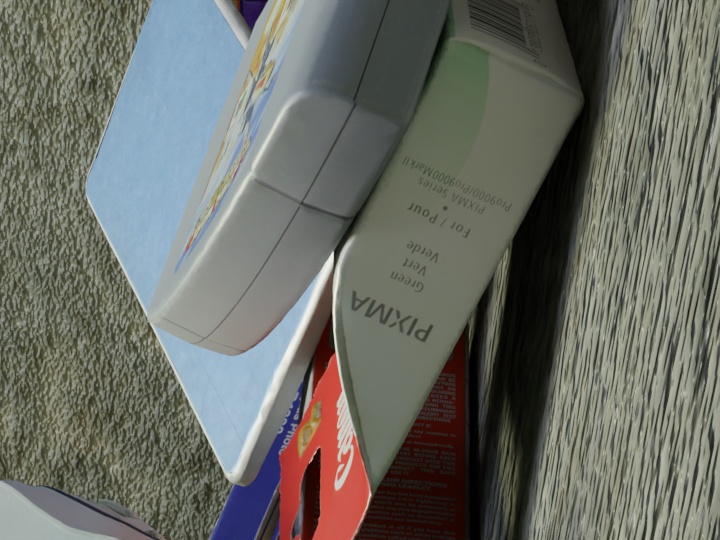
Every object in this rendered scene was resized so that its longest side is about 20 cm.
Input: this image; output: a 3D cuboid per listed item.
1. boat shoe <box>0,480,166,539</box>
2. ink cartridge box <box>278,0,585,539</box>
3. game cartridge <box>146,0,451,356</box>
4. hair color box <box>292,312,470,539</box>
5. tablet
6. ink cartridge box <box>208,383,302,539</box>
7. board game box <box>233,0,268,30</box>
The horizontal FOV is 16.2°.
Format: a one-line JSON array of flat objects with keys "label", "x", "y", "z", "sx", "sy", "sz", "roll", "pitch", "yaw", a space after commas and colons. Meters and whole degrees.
[{"label": "boat shoe", "x": -0.062, "y": 0.125, "z": 0.869, "sx": 0.202, "sy": 0.086, "sz": 0.075, "roll": 20, "pitch": 100, "yaw": 57}, {"label": "ink cartridge box", "x": 0.000, "y": 0.000, "z": 0.781, "sx": 0.201, "sy": 0.050, "sz": 0.161, "roll": -61, "pitch": 10, "yaw": 18}, {"label": "game cartridge", "x": -0.016, "y": -0.051, "z": 0.759, "sx": 0.134, "sy": 0.041, "sz": 0.200, "roll": -67, "pitch": 7, "yaw": -25}, {"label": "hair color box", "x": 0.003, "y": 0.115, "z": 0.898, "sx": 0.200, "sy": 0.064, "sz": 0.111, "roll": -85, "pitch": 2, "yaw": -54}, {"label": "tablet", "x": -0.056, "y": -0.027, "z": 0.981, "sx": 0.200, "sy": 0.014, "sz": 0.131, "roll": 58, "pitch": 133, "yaw": 46}, {"label": "ink cartridge box", "x": -0.039, "y": 0.127, "z": 1.081, "sx": 0.200, "sy": 0.043, "sz": 0.197, "roll": 77, "pitch": -147, "yaw": -60}, {"label": "board game box", "x": -0.020, "y": -0.087, "z": 1.094, "sx": 0.045, "sy": 0.134, "sz": 0.201, "roll": 106, "pitch": 169, "yaw": -77}]
